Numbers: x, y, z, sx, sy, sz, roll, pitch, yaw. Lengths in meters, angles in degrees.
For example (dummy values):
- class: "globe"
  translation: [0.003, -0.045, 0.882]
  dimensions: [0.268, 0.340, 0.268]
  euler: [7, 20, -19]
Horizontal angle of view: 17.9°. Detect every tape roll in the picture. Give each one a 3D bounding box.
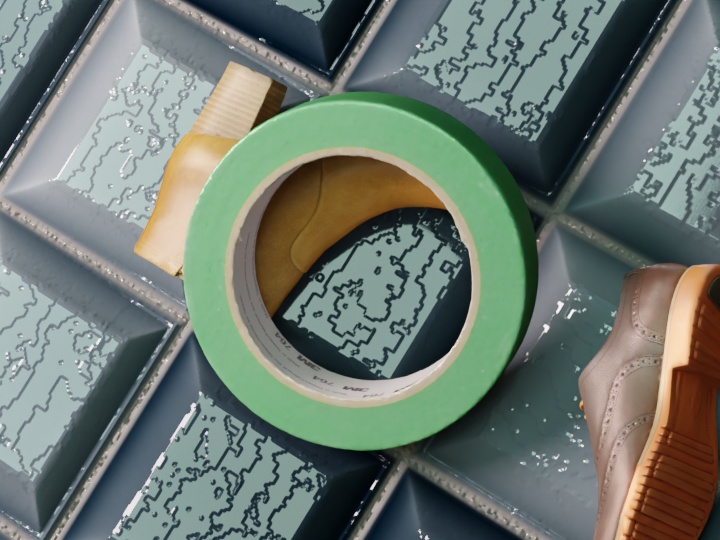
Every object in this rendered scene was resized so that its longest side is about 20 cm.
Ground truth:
- class: "tape roll"
  translation: [0.000, 0.000, 1.305]
  dimensions: [0.199, 0.048, 0.202]
  euler: [3, 101, 14]

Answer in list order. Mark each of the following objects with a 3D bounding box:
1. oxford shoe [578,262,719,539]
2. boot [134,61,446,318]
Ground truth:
- class: "oxford shoe"
  translation: [0.155, 0.093, 1.270]
  dimensions: [0.073, 0.071, 0.201]
  euler: [5, 71, 40]
- class: "boot"
  translation: [-0.029, -0.025, 1.364]
  dimensions: [0.200, 0.071, 0.145]
  euler: [24, 93, 20]
